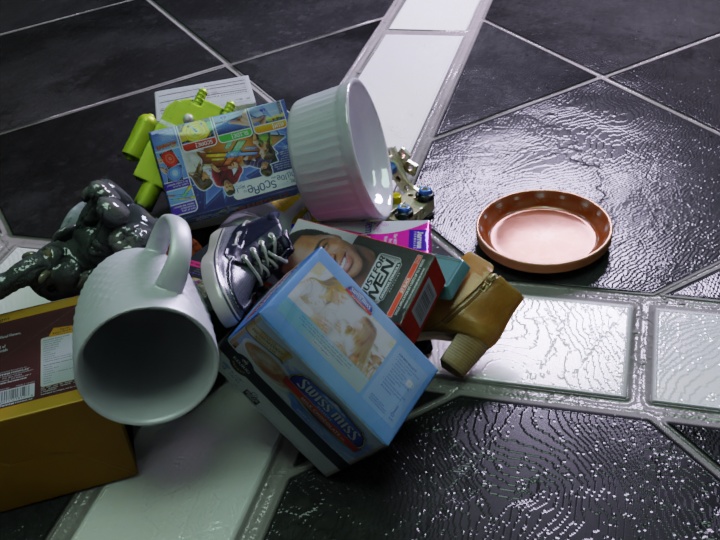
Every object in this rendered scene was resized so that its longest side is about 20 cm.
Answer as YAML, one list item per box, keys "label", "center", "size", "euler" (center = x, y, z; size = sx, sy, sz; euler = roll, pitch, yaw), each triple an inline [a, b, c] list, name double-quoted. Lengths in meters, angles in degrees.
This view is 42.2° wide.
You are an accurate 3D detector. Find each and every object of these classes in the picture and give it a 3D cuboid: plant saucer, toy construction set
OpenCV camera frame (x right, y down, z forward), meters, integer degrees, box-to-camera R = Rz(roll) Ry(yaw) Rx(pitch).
- label: "plant saucer"
  center: [0.271, -0.056, 1.381]
  size: [0.199, 0.032, 0.201]
  euler: [-4, 37, 3]
- label: "toy construction set"
  center: [0.038, -0.104, 1.443]
  size: [0.131, 0.092, 0.200]
  euler: [18, 53, 30]
- label: "plant saucer"
  center: [0.036, -0.008, 1.189]
  size: [0.199, 0.019, 0.070]
  euler: [11, 42, 25]

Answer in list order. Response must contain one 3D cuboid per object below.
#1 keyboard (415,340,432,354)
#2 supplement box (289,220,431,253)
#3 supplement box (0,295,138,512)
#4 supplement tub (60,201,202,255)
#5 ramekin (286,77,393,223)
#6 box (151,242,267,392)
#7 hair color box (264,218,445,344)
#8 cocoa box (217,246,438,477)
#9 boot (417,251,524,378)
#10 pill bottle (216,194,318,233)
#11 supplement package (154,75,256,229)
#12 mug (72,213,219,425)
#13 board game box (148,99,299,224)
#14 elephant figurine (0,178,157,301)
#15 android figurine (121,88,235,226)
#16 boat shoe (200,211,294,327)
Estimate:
- label: "keyboard"
  center: [-0.011, 0.091, 1.234]
  size: [0.199, 0.040, 0.105]
  euler: [-10, 59, -8]
- label: "supplement box"
  center: [0.000, 0.000, 1.287]
  size: [0.199, 0.104, 0.101]
  euler: [-1, 36, 5]
- label: "supplement box"
  center: [-0.384, 0.153, 1.108]
  size: [0.196, 0.133, 0.200]
  euler: [-14, 36, -9]
- label: "supplement tub"
  center: [-0.331, -0.026, 1.354]
  size: [0.199, 0.123, 0.123]
  euler: [17, 42, 29]
- label: "ramekin"
  center: [-0.028, -0.161, 1.315]
  size: [0.097, 0.201, 0.201]
  euler: [-12, 34, 15]
- label: "box"
  center: [-0.203, 0.067, 1.207]
  size: [0.106, 0.123, 0.200]
  euler: [20, 44, 31]
- label: "hair color box"
  center: [-0.009, 0.013, 1.129]
  size: [0.199, 0.061, 0.102]
  euler: [15, 63, 29]
- label: "cocoa box"
  center: [-0.041, 0.103, 1.042]
  size: [0.200, 0.131, 0.133]
  euler: [46, 47, -6]
- label: "boot"
  center: [0.095, 0.030, 1.196]
  size: [0.201, 0.071, 0.144]
  euler: [33, 75, 12]
- label: "pill bottle"
  center: [-0.126, -0.083, 1.408]
  size: [0.114, 0.115, 0.200]
  euler: [14, 40, 25]
- label: "supplement package"
  center: [-0.232, -0.187, 1.492]
  size: [0.155, 0.201, 0.111]
  euler: [-12, 35, -7]
- label: "mug"
  center: [-0.227, 0.035, 1.006]
  size: [0.147, 0.201, 0.176]
  euler: [15, 23, -25]
- label: "board game box"
  center: [-0.185, -0.153, 1.323]
  size: [0.199, 0.034, 0.136]
  euler: [-15, 81, -12]
- label: "elephant figurine"
  center: [-0.359, -0.011, 1.195]
  size: [0.200, 0.155, 0.142]
  euler: [-45, 18, 5]
- label: "android figurine"
  center: [-0.249, -0.167, 1.362]
  size: [0.181, 0.041, 0.201]
  euler: [26, 82, -2]
- label: "boat shoe"
  center: [-0.126, -0.011, 1.074]
  size: [0.092, 0.075, 0.200]
  euler: [-23, 28, 5]
